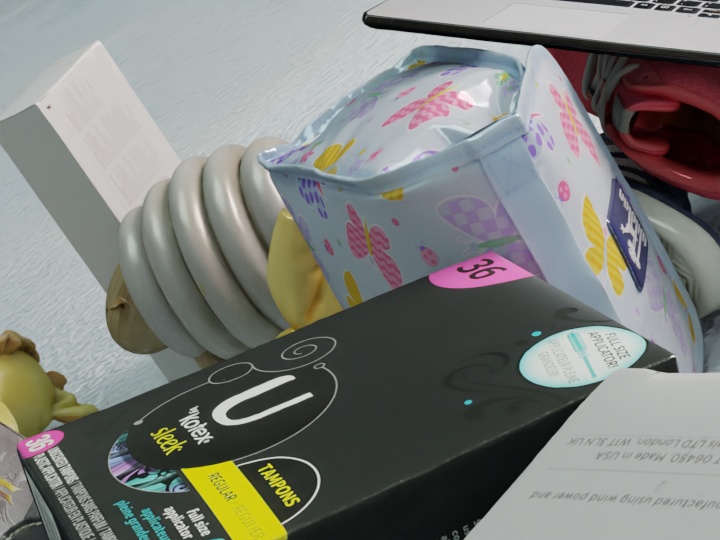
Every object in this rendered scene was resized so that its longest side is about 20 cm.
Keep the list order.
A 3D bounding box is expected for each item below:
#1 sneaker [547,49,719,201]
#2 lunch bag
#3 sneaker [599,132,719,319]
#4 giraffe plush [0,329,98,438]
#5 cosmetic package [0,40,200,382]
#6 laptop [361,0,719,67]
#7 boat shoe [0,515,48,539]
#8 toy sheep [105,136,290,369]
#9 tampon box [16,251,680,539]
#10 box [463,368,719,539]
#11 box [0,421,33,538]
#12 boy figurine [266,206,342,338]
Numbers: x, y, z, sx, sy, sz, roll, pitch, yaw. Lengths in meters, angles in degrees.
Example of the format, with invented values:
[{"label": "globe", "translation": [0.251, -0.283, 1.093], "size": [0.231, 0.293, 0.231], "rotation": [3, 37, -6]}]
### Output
[{"label": "sneaker", "translation": [0.139, -0.086, 0.897], "size": [0.086, 0.074, 0.200], "rotation": [-9, 29, -36]}, {"label": "lunch bag", "translation": [0.063, -0.002, 0.841], "size": [0.127, 0.170, 0.200], "rotation": [-34, 16, -10]}, {"label": "sneaker", "translation": [0.139, -0.034, 0.943], "size": [0.084, 0.075, 0.200], "rotation": [-30, 22, -13]}, {"label": "giraffe plush", "translation": [-0.260, 0.095, 1.206], "size": [0.200, 0.173, 0.162], "rotation": [-39, -5, 18]}, {"label": "cosmetic package", "translation": [-0.143, -0.035, 1.212], "size": [0.050, 0.201, 0.083], "rotation": [-20, 23, 34]}, {"label": "laptop", "translation": [0.125, -0.181, 0.887], "size": [0.186, 0.117, 0.200], "rotation": [9, 25, 26]}, {"label": "boat shoe", "translation": [-0.112, 0.149, 0.849], "size": [0.199, 0.060, 0.074], "rotation": [27, 78, 48]}, {"label": "toy sheep", "translation": [-0.065, -0.010, 1.127], "size": [0.199, 0.138, 0.138], "rotation": [-30, 19, 13]}, {"label": "tampon box", "translation": [0.005, 0.099, 0.673], "size": [0.199, 0.127, 0.150], "rotation": [-23, 21, -15]}, {"label": "box", "translation": [0.107, 0.133, 0.498], "size": [0.200, 0.131, 0.198], "rotation": [-44, 21, -28]}, {"label": "box", "translation": [-0.245, 0.182, 0.979], "size": [0.158, 0.048, 0.201], "rotation": [-32, 28, 51]}, {"label": "boy figurine", "translation": [0.000, 0.000, 1.024], "size": [0.064, 0.124, 0.201], "rotation": [7, 63, 56]}]
